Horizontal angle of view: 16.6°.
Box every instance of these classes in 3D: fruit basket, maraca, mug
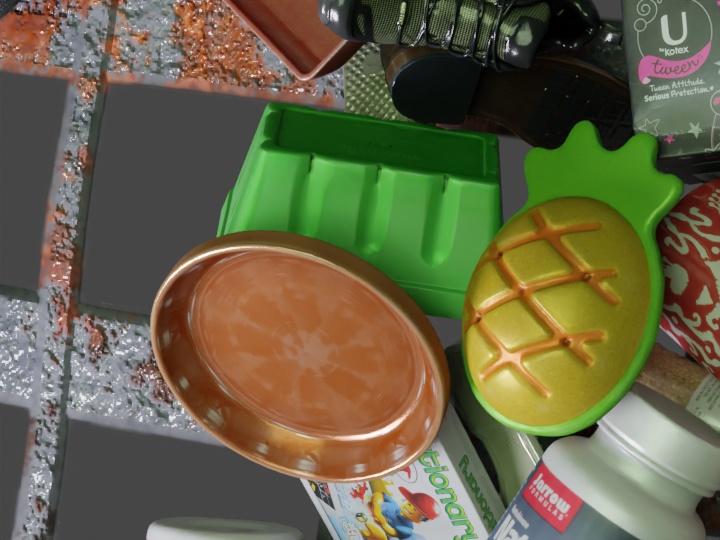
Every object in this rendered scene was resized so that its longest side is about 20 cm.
[{"bbox_3d":[0.000,0.000,1.656,0.215,0.156,0.216,1,114,2],"label":"fruit basket"},{"bbox_3d":[0.131,0.005,1.533,0.137,0.107,0.201,15,83,32],"label":"maraca"},{"bbox_3d":[0.293,0.037,1.570,0.200,0.177,0.134,41,122,36],"label":"mug"}]

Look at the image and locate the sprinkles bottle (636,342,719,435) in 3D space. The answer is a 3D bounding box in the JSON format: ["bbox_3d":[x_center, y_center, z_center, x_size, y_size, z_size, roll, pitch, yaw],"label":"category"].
[{"bbox_3d":[0.242,0.106,1.618,0.200,0.068,0.068,26,98,21],"label":"sprinkles bottle"}]

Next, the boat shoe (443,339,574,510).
[{"bbox_3d":[0.125,0.124,1.664,0.074,0.066,0.200,-20,101,57],"label":"boat shoe"}]

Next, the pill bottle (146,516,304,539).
[{"bbox_3d":[-0.101,0.279,1.729,0.113,0.113,0.201,4,90,22],"label":"pill bottle"}]

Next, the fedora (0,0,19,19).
[{"bbox_3d":[-0.287,-0.268,1.831,0.200,0.092,0.202,-1,89,22],"label":"fedora"}]

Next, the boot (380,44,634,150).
[{"bbox_3d":[0.103,-0.139,1.656,0.075,0.199,0.097,-63,29,31],"label":"boot"}]

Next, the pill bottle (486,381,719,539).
[{"bbox_3d":[0.148,0.175,1.563,0.119,0.120,0.200,35,98,19],"label":"pill bottle"}]

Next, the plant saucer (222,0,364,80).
[{"bbox_3d":[-0.007,-0.238,1.667,0.200,0.037,0.200,-46,46,4],"label":"plant saucer"}]

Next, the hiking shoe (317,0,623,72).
[{"bbox_3d":[0.071,-0.169,1.554,0.101,0.199,0.076,39,128,48],"label":"hiking shoe"}]

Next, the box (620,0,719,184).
[{"bbox_3d":[0.283,-0.130,1.574,0.199,0.132,0.115,-7,83,21],"label":"box"}]

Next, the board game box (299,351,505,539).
[{"bbox_3d":[0.016,0.126,1.659,0.126,0.035,0.200,-9,122,34],"label":"board game box"}]

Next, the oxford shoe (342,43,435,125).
[{"bbox_3d":[0.023,-0.161,1.725,0.075,0.058,0.201,-8,71,26],"label":"oxford shoe"}]

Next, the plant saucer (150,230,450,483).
[{"bbox_3d":[-0.037,0.053,1.574,0.200,0.032,0.201,13,134,14],"label":"plant saucer"}]
